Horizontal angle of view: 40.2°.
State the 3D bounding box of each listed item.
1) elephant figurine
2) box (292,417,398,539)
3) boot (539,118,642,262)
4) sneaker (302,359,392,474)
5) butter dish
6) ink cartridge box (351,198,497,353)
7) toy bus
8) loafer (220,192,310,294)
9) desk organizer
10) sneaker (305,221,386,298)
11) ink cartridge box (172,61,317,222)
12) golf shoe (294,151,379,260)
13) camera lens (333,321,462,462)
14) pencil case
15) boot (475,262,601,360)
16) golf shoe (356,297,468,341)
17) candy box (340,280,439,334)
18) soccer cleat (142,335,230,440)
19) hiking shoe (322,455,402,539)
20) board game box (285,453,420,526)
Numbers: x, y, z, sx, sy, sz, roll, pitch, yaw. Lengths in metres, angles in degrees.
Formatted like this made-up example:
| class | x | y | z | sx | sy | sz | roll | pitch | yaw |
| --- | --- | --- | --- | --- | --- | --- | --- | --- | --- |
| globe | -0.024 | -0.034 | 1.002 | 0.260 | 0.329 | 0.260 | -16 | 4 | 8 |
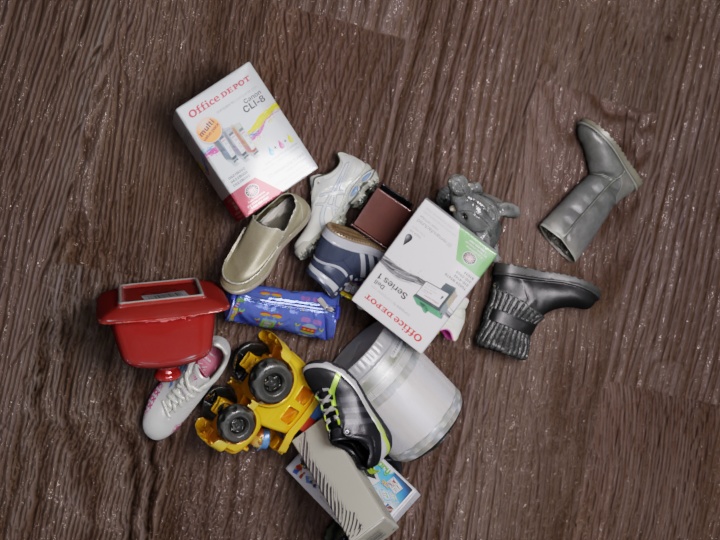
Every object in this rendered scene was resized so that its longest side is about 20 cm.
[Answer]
| class | x | y | z | sx | sy | sz | roll | pitch | yaw |
| --- | --- | --- | --- | --- | --- | --- | --- | --- | --- |
| elephant figurine | 0.193 | -0.083 | 1.641 | 0.154 | 0.200 | 0.143 | -2 | 91 | -14 |
| box | -0.025 | 0.338 | 1.561 | 0.068 | 0.082 | 0.200 | -36 | 57 | 0 |
| boot | 0.391 | -0.144 | 1.763 | 0.200 | 0.073 | 0.182 | -42 | 97 | -3 |
| sneaker | -0.025 | 0.228 | 1.529 | 0.200 | 0.072 | 0.083 | 50 | 44 | -5 |
| butter dish | -0.305 | 0.101 | 1.535 | 0.198 | 0.199 | 0.149 | -5 | 102 | -13 |
| ink cartridge box | 0.101 | 0.009 | 1.558 | 0.146 | 0.084 | 0.201 | 36 | 98 | 3 |
| toy bus | -0.145 | 0.230 | 1.612 | 0.192 | 0.136 | 0.201 | 41 | 84 | -27 |
| loafer | -0.159 | -0.052 | 1.579 | 0.075 | 0.068 | 0.201 | 28 | 71 | 24 |
| desk organizer | 0.090 | -0.057 | 1.637 | 0.199 | 0.072 | 0.077 | 34 | 106 | -2 |
| sneaker | 0.000 | 0.000 | 1.638 | 0.199 | 0.070 | 0.109 | 21 | 107 | -33 |
| ink cartridge box | -0.189 | -0.203 | 1.577 | 0.145 | 0.145 | 0.201 | -35 | 97 | -10 |
| golf shoe | -0.060 | -0.110 | 1.658 | 0.097 | 0.078 | 0.200 | 39 | 77 | 7 |
| camera lens | 0.058 | 0.203 | 1.632 | 0.160 | 0.160 | 0.200 | -45 | 100 | -9 |
| pencil case | -0.126 | 0.062 | 1.623 | 0.198 | 0.087 | 0.079 | 11 | 67 | -12 |
| boot | 0.312 | 0.083 | 1.732 | 0.209 | 0.079 | 0.159 | 11 | 83 | -5 |
| golf shoe | 0.087 | 0.075 | 1.658 | 0.198 | 0.075 | 0.093 | 4 | 93 | -13 |
| candy box | 0.061 | 0.028 | 1.700 | 0.198 | 0.026 | 0.103 | 22 | 82 | -13 |
| soccer cleat | -0.283 | 0.188 | 1.588 | 0.070 | 0.086 | 0.201 | 38 | 83 | -11 |
| hiking shoe | 0.021 | 0.403 | 1.651 | 0.075 | 0.101 | 0.201 | 32 | 86 | -26 |
| board game box | -0.014 | 0.347 | 1.620 | 0.126 | 0.035 | 0.200 | -45 | 59 | -8 |
